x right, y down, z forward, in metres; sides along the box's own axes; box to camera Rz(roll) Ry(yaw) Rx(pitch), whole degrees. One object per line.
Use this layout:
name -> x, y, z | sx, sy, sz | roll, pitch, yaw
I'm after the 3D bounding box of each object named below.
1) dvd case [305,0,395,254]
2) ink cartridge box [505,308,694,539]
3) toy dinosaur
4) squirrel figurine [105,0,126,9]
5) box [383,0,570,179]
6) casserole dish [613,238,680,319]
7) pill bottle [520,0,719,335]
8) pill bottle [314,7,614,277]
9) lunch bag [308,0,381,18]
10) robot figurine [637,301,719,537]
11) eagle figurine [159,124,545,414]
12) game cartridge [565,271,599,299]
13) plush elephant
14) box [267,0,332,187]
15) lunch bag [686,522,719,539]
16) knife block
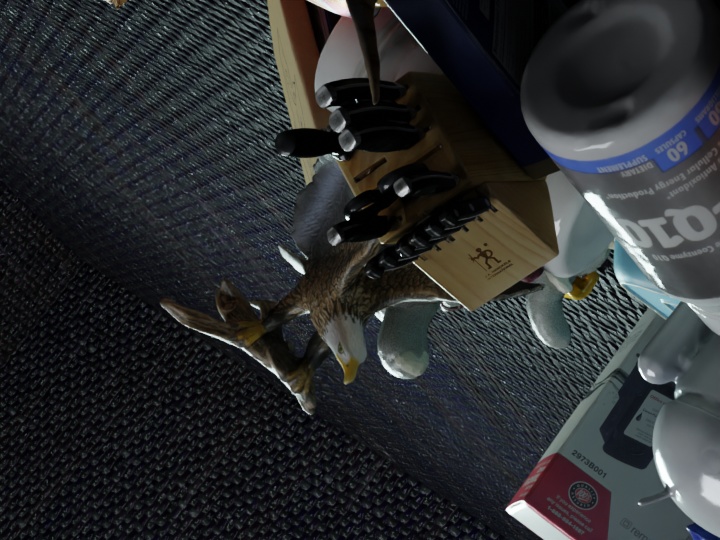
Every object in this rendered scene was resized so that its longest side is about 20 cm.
dvd case -> -0.010, -0.101, 1.407 | 0.150, 0.025, 0.201 | 122, 137, -80
ink cartridge box -> 0.229, 0.141, 1.519 | 0.145, 0.200, 0.084 | 37, 167, 2
toy dinosaur -> 0.008, -0.157, 1.055 | 0.106, 0.061, 0.200 | 33, -156, 8
squirrel figurine -> -0.216, -0.270, 1.404 | 0.200, 0.142, 0.187 | 44, 174, -23
box -> 0.055, -0.155, 1.062 | 0.032, 0.122, 0.200 | -19, 135, 26
casserole dish -> 0.234, 0.021, 1.305 | 0.121, 0.039, 0.200 | 19, 172, 36
pill bottle -> 0.179, -0.053, 1.071 | 0.114, 0.114, 0.200 | 25, 165, 49
pill bottle -> 0.075, -0.092, 1.249 | 0.200, 0.115, 0.114 | 33, 169, 22
lunch bag -> -0.060, -0.227, 1.202 | 0.200, 0.082, 0.176 | 31, 169, 27
robot figurine -> 0.247, 0.077, 1.170 | 0.169, 0.200, 0.113 | 35, 170, 15
eagle figurine -> 0.002, 0.006, 1.266 | 0.151, 0.200, 0.151 | 3, -128, -53
game cartridge -> 0.086, -0.044, 1.655 | 0.176, 0.032, 0.200 | 41, 168, -17
plush elephant -> 0.106, -0.015, 1.413 | 0.154, 0.201, 0.165 | 17, -174, -5
box -> -0.035, -0.112, 1.395 | 0.164, 0.021, 0.201 | 87, 170, -64
lunch bag -> 0.326, 0.176, 1.421 | 0.124, 0.170, 0.200 | 35, 169, 32
knife block -> 0.026, -0.071, 1.073 | 0.175, 0.064, 0.200 | 42, -152, -30
